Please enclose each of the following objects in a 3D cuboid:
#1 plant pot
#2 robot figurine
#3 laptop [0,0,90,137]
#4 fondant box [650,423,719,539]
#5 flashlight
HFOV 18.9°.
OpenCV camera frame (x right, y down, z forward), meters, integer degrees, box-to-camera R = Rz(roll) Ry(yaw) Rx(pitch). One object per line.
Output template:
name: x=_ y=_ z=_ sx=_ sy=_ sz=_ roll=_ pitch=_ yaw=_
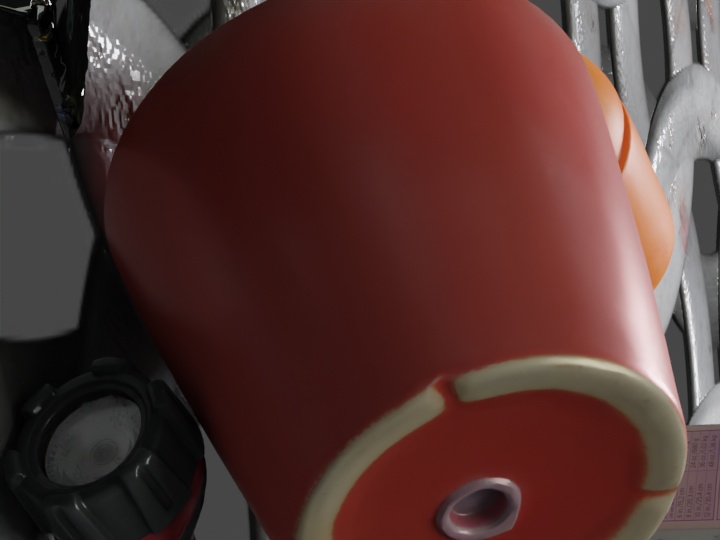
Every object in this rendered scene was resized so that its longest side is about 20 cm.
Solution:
plant pot: x=0.021 y=0.022 z=0.780 sx=0.201 sy=0.199 sz=0.178 roll=59 pitch=7 yaw=-47
robot figurine: x=0.097 y=-0.044 z=1.146 sx=0.144 sy=0.116 sz=0.200 roll=-48 pitch=141 yaw=-11
laptop: x=-0.146 y=-0.160 z=0.727 sx=0.200 sy=0.103 sz=0.179 roll=99 pitch=-6 yaw=-77
fondant box: x=0.117 y=0.135 z=1.054 sx=0.144 sy=0.199 sz=0.059 roll=56 pitch=36 yaw=-49
flashlight: x=-0.061 y=0.116 z=0.812 sx=0.200 sy=0.067 sz=0.068 roll=59 pitch=32 yaw=-45
